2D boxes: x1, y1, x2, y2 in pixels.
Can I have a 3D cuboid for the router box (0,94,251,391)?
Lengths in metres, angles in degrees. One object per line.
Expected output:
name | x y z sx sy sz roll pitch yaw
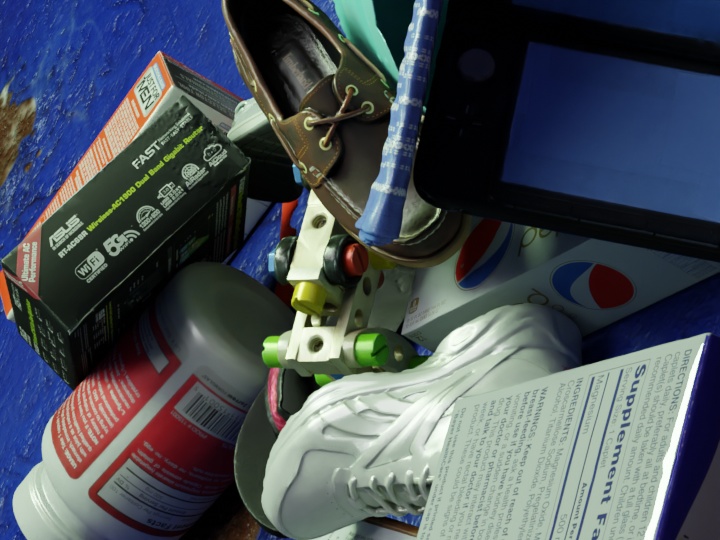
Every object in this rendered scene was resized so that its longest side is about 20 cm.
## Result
router box | -0.142 -0.012 1.813 0.150 0.062 0.200 -43 -7 -12

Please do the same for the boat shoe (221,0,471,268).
boat shoe | -0.015 -0.083 1.597 0.070 0.070 0.200 -41 58 0

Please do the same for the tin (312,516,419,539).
tin | 0.010 0.188 1.594 0.112 0.042 0.200 -61 26 -11

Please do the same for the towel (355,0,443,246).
towel | 0.025 -0.109 1.475 0.145 0.024 0.200 -60 -20 -89

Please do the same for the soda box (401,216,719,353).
soda box | 0.110 -0.009 1.579 0.200 0.064 0.068 -28 40 46

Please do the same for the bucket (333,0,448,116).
bucket | 0.084 -0.165 1.631 0.207 0.207 0.135 -60 19 2

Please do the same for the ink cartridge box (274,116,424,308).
ink cartridge box | -0.004 -0.088 1.844 0.200 0.050 0.162 -38 34 35

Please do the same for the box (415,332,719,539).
box | 0.115 0.145 1.374 0.200 0.105 0.184 -19 48 54

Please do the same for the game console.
game console | 0.138 -0.113 1.451 0.118 0.200 0.171 93 -171 -62

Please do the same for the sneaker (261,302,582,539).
sneaker | 0.033 0.098 1.563 0.200 0.078 0.099 -32 42 20

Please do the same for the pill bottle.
pill bottle | -0.125 0.098 1.830 0.200 0.112 0.112 -47 30 24

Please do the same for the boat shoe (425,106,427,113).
boat shoe | 0.125 -0.109 1.544 0.201 0.072 0.070 -30 1 -15

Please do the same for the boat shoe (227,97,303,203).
boat shoe | -0.045 -0.089 1.814 0.202 0.074 0.065 139 142 -75

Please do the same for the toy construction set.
toy construction set | 0.000 0.000 1.670 0.092 0.131 0.200 -16 52 22

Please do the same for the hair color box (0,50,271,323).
hair color box | -0.144 -0.034 1.995 0.200 0.111 0.064 -52 28 16

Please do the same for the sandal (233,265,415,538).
sandal | -0.020 0.059 1.726 0.200 0.075 0.045 -66 -18 -14
